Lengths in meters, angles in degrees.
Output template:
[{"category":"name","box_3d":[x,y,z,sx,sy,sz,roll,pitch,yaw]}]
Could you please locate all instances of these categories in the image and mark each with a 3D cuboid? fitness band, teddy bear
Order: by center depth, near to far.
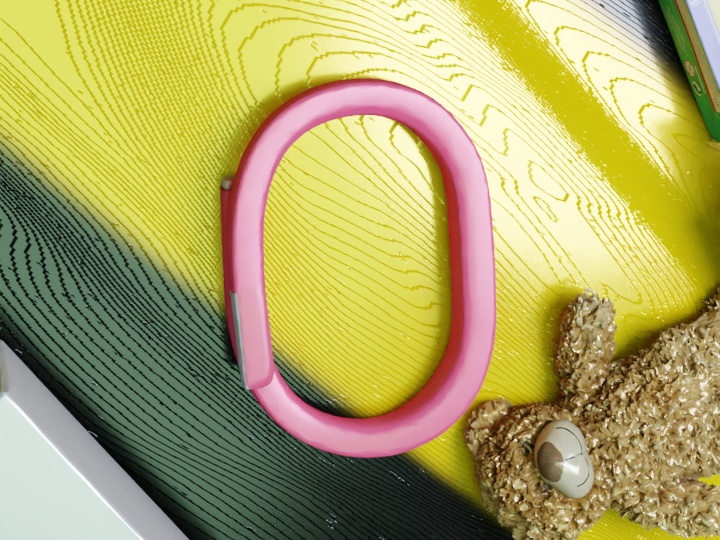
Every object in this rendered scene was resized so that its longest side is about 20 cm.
[{"category":"fitness band","box_3d":[0.000,0.000,1.017,0.143,0.037,0.202,-6,102,-14]},{"category":"teddy bear","box_3d":[0.158,0.081,1.048,0.199,0.067,0.146,-5,98,-13]}]

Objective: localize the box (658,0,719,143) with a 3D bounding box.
[{"category":"box","box_3d":[0.263,-0.159,1.041,0.199,0.048,0.118,-27,105,-8]}]

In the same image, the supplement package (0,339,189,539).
[{"category":"supplement package","box_3d":[-0.155,0.154,0.964,0.121,0.120,0.200,-41,105,-2]}]
